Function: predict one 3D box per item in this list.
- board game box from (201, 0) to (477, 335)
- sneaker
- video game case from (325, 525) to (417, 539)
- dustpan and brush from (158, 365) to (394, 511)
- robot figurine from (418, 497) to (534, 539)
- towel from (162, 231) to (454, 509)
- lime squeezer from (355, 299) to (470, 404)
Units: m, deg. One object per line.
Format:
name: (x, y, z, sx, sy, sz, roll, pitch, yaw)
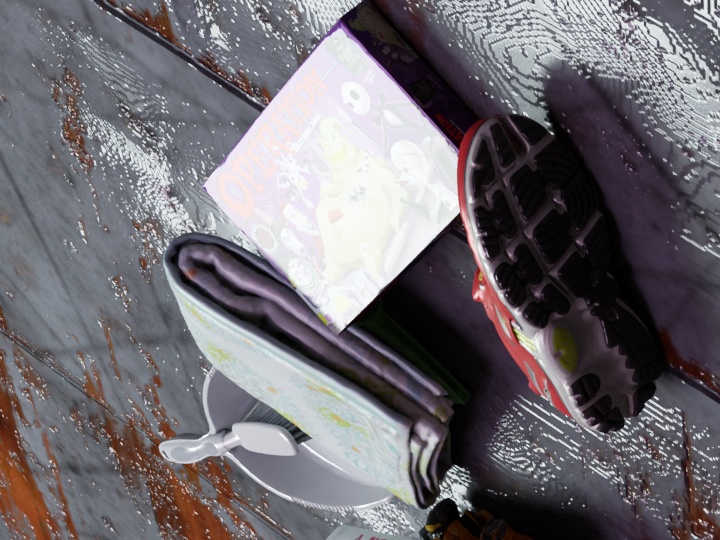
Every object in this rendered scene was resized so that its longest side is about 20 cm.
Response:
board game box: (-0.005, -0.053, 1.586, 0.120, 0.032, 0.200, 51, 145, 6)
sneaker: (0.085, 0.003, 1.503, 0.085, 0.077, 0.200, 22, 144, 49)
video game case: (0.081, 0.247, 1.777, 0.182, 0.023, 0.200, 4, 131, 54)
dustpan and brush: (-0.072, 0.108, 1.924, 0.140, 0.057, 0.200, 57, 154, -15)
robot figurine: (0.095, 0.233, 1.828, 0.145, 0.058, 0.200, 26, 147, 35)
towel: (-0.030, 0.063, 1.745, 0.200, 0.048, 0.171, 35, 165, 12)
lime squeezer: (0.000, 0.000, 1.681, 0.071, 0.038, 0.200, 20, 142, 47)
